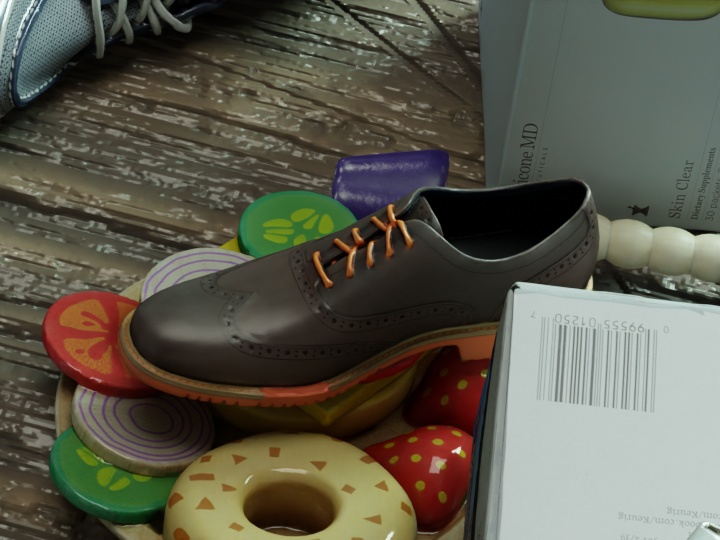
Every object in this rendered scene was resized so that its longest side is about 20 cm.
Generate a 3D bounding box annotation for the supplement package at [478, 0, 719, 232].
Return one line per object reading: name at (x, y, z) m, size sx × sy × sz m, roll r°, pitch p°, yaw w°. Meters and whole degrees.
supplement package at (0.120, -0.143, 1.274) m, size 0.111 × 0.200 × 0.156 m, roll 4°, pitch 45°, yaw -4°

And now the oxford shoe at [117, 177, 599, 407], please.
oxford shoe at (0.000, 0.000, 1.136) m, size 0.200 × 0.073 × 0.071 m, roll -12°, pitch 48°, yaw -19°

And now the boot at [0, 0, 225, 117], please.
boot at (-0.116, -0.131, 1.322) m, size 0.090 × 0.073 × 0.200 m, roll 13°, pitch 42°, yaw 8°

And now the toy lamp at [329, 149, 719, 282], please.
toy lamp at (0.085, -0.016, 1.245) m, size 0.200 × 0.058 × 0.058 m, roll 10°, pitch 44°, yaw 2°

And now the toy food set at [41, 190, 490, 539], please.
toy food set at (-0.032, 0.055, 1.163) m, size 0.198 × 0.049 × 0.200 m, roll 35°, pitch 51°, yaw 26°

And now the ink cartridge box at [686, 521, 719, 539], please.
ink cartridge box at (0.096, 0.203, 0.921) m, size 0.087 × 0.200 × 0.145 m, roll 28°, pitch 48°, yaw 20°

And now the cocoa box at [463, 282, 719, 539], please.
cocoa box at (0.140, 0.100, 1.060) m, size 0.200 × 0.131 × 0.133 m, roll 6°, pitch 64°, yaw -1°
